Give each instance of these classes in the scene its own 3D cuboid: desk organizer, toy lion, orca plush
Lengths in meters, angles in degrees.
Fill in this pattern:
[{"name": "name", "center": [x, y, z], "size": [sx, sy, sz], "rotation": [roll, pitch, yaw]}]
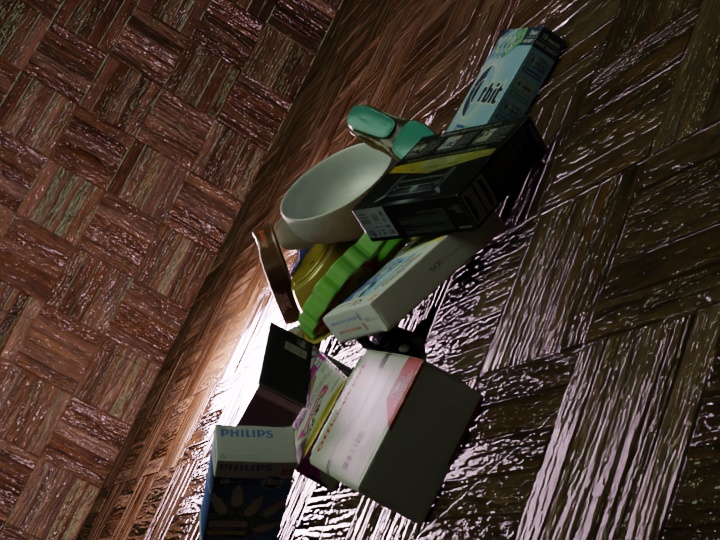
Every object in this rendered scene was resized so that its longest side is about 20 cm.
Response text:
[{"name": "desk organizer", "center": [-0.118, 0.156, 1.584], "size": [0.078, 0.071, 0.200], "rotation": [-59, 10, 18]}, {"name": "toy lion", "center": [0.000, 0.000, 1.506], "size": [0.201, 0.068, 0.191], "rotation": [-56, -15, 20]}, {"name": "orca plush", "center": [0.031, 0.085, 1.431], "size": [0.106, 0.071, 0.201], "rotation": [-55, 15, 22]}]

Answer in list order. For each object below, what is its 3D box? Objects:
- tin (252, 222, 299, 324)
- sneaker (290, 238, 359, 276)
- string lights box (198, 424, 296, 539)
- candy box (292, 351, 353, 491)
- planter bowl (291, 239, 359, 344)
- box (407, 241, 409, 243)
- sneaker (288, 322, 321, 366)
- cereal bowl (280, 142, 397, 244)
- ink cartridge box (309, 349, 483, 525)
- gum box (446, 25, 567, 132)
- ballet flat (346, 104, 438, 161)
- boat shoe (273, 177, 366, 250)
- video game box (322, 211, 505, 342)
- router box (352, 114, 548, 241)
[{"name": "tin", "center": [-0.133, 0.007, 1.868], "size": [0.201, 0.041, 0.113], "rotation": [74, 180, -52]}, {"name": "sneaker", "center": [-0.048, -0.051, 1.922], "size": [0.202, 0.104, 0.076], "rotation": [-60, 11, 2]}, {"name": "string lights box", "center": [-0.147, 0.282, 1.469], "size": [0.059, 0.101, 0.202], "rotation": [-100, 18, -45]}, {"name": "candy box", "center": [-0.045, 0.193, 1.512], "size": [0.138, 0.061, 0.200], "rotation": [-61, 14, -2]}, {"name": "planter bowl", "center": [-0.049, 0.009, 1.782], "size": [0.200, 0.083, 0.201], "rotation": [-44, 18, 19]}, {"name": "box", "center": [0.081, -0.133, 1.759], "size": [0.157, 0.041, 0.200], "rotation": [-59, 14, 7]}, {"name": "sneaker", "center": [-0.106, 0.120, 1.849], "size": [0.076, 0.080, 0.200], "rotation": [-59, 12, 12]}, {"name": "cereal bowl", "center": [-0.019, -0.106, 1.741], "size": [0.198, 0.084, 0.201], "rotation": [-25, 28, 14]}, {"name": "ink cartridge box", "center": [0.033, 0.171, 1.222], "size": [0.148, 0.082, 0.200], "rotation": [-62, 14, -8]}, {"name": "gum box", "center": [0.187, -0.233, 1.565], "size": [0.202, 0.044, 0.170], "rotation": [-61, 13, 4]}, {"name": "ballet flat", "center": [0.062, -0.181, 1.649], "size": [0.199, 0.072, 0.068], "rotation": [27, 83, 41]}, {"name": "boat shoe", "center": [-0.054, -0.095, 1.883], "size": [0.198, 0.073, 0.063], "rotation": [-29, 6, 24]}, {"name": "video game box", "center": [0.061, 0.005, 1.394], "size": [0.200, 0.047, 0.182], "rotation": [-41, 9, -21]}, {"name": "router box", "center": [0.105, -0.109, 1.382], "size": [0.157, 0.053, 0.199], "rotation": [-47, 24, -29]}]
